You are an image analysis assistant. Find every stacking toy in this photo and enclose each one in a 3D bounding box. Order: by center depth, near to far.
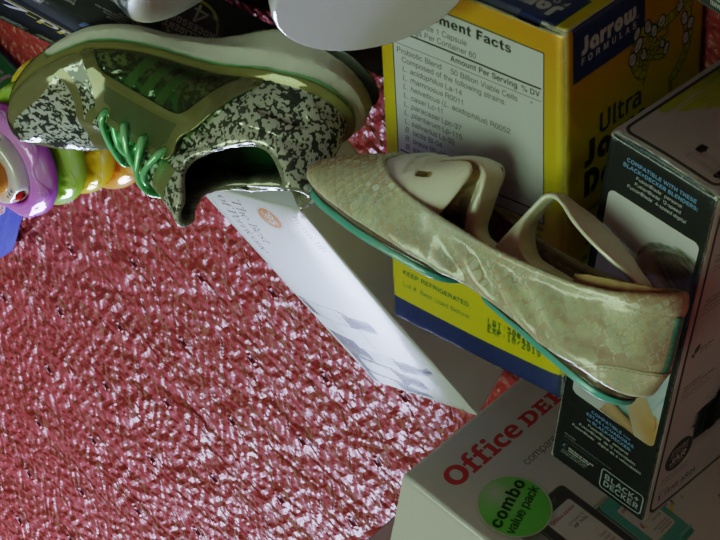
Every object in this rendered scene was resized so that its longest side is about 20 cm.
[{"bbox_3d":[-0.186,-0.076,1.205,0.110,0.199,0.116,54,143,2],"label":"stacking toy"}]

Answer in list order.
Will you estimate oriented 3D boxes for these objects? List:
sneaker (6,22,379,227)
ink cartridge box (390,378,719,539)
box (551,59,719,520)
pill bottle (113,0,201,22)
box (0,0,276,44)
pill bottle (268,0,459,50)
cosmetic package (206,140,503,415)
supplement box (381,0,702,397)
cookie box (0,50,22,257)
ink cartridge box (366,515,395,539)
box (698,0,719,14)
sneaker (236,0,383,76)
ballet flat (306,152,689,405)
[{"bbox_3d":[-0.093,-0.065,1.004,0.198,0.089,0.077,-1,146,26],"label":"sneaker"},{"bbox_3d":[0.129,0.172,1.080,0.199,0.146,0.147,35,140,25],"label":"ink cartridge box"},{"bbox_3d":[0.157,0.004,0.947,0.060,0.116,0.201,35,141,29],"label":"box"},{"bbox_3d":[-0.131,-0.224,0.985,0.200,0.106,0.106,49,144,9],"label":"pill bottle"},{"bbox_3d":[-0.137,-0.141,1.100,0.199,0.049,0.161,26,173,-18],"label":"box"},{"bbox_3d":[-0.016,-0.202,0.891,0.113,0.112,0.202,-47,49,53],"label":"pill bottle"},{"bbox_3d":[0.000,0.000,1.104,0.082,0.051,0.200,13,155,41],"label":"cosmetic package"},{"bbox_3d":[0.086,-0.063,0.980,0.108,0.109,0.201,26,136,34],"label":"supplement box"},{"bbox_3d":[-0.314,-0.114,1.429,0.200,0.075,0.172,44,142,14],"label":"cookie box"},{"bbox_3d":[0.018,0.253,1.225,0.146,0.200,0.087,25,136,36],"label":"ink cartridge box"},{"bbox_3d":[0.124,-0.194,0.829,0.200,0.050,0.158,37,154,25],"label":"box"},{"bbox_3d":[-0.034,-0.186,1.055,0.198,0.076,0.115,29,135,27],"label":"sneaker"},{"bbox_3d":[0.062,-0.016,0.910,0.199,0.067,0.063,34,112,27],"label":"ballet flat"}]
